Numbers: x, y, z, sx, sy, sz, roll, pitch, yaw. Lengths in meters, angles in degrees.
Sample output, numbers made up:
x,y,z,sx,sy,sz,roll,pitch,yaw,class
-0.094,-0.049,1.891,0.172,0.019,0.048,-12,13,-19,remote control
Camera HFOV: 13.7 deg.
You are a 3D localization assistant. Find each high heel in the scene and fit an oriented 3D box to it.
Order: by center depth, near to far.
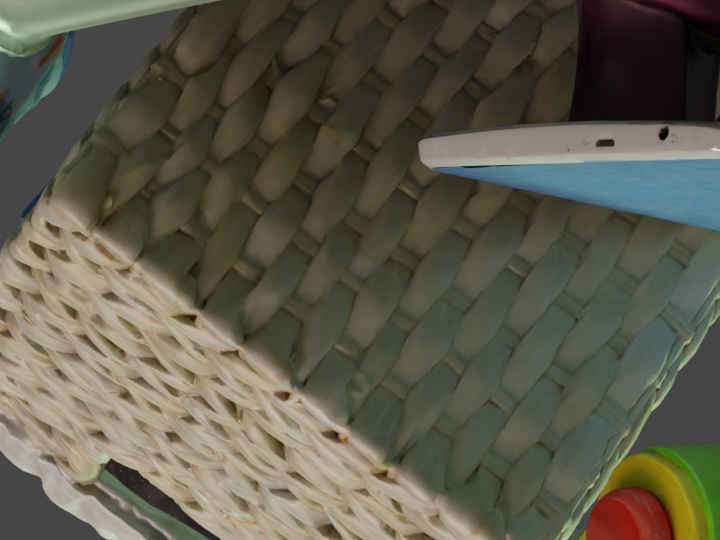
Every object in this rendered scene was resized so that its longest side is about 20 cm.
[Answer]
x,y,z,sx,sy,sz,roll,pitch,yaw,class
0.153,-0.073,0.819,0.199,0.097,0.067,7,176,15,high heel

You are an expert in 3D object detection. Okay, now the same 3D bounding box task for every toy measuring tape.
x,y,z,sx,sy,sz,roll,pitch,yaw,class
0.101,0.086,1.130,0.200,0.074,0.074,33,160,55,toy measuring tape

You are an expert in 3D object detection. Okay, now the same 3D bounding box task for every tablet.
x,y,z,sx,sy,sz,roll,pitch,yaw,class
0.129,-0.019,0.834,0.199,0.014,0.130,10,175,-37,tablet

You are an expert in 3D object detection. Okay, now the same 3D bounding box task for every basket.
x,y,z,sx,sy,sz,roll,pitch,yaw,class
0.000,0.000,0.951,0.198,0.200,0.161,38,152,0,basket

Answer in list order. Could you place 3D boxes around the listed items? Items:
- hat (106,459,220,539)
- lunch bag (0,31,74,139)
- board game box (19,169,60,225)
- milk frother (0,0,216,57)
x,y,z,sx,sy,sz,roll,pitch,yaw,class
-0.004,0.047,1.144,0.200,0.201,0.081,20,-172,34,hat
-0.185,-0.132,1.114,0.161,0.082,0.200,37,153,10,lunch bag
-0.049,0.047,1.272,0.200,0.034,0.136,29,153,19,board game box
-0.029,-0.169,0.733,0.187,0.201,0.180,-11,180,15,milk frother
